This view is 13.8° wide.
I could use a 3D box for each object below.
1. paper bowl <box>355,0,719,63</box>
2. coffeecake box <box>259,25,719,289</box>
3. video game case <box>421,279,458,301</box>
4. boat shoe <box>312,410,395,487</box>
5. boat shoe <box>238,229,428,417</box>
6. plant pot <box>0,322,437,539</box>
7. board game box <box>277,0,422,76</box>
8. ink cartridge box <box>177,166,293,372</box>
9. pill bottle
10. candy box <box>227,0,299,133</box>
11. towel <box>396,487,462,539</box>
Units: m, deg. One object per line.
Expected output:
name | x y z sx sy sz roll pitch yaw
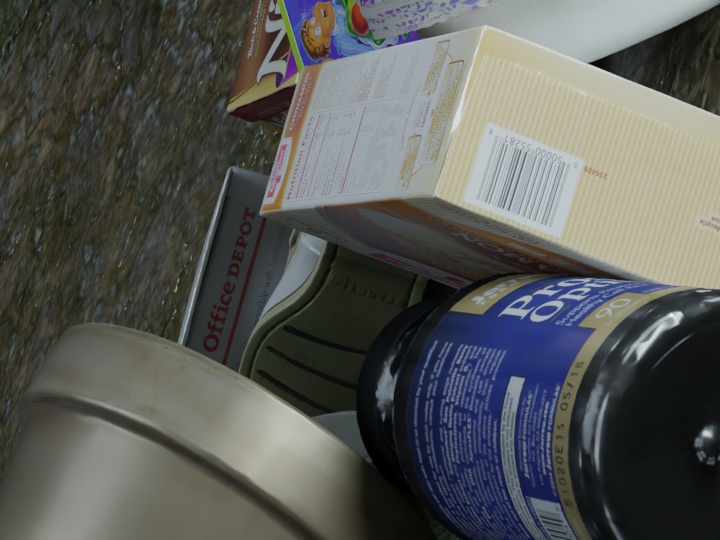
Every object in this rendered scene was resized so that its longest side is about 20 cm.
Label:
paper bowl | 0.091 -0.147 1.245 0.105 0.200 0.201 67 160 -8
coffeecake box | 0.067 -0.034 1.224 0.200 0.153 0.073 -2 70 69
video game case | 0.036 0.012 1.422 0.182 0.022 0.200 150 127 -61
boat shoe | -0.045 0.107 1.400 0.200 0.074 0.060 -8 103 48
boat shoe | 0.000 0.000 1.409 0.068 0.075 0.200 -75 11 -45
plant pot | -0.091 0.148 1.245 0.174 0.200 0.200 -55 14 -20
board game box | 0.001 -0.173 1.421 0.134 0.045 0.200 -38 65 57
ink cartridge box | -0.053 0.012 1.540 0.200 0.068 0.115 165 121 -87
pill bottle | 0.081 0.058 1.140 0.200 0.112 0.112 6 79 61
candy box | -0.011 -0.182 1.692 0.117 0.056 0.200 -11 62 67
towel | 0.042 0.130 1.306 0.144 0.023 0.200 131 142 -49
